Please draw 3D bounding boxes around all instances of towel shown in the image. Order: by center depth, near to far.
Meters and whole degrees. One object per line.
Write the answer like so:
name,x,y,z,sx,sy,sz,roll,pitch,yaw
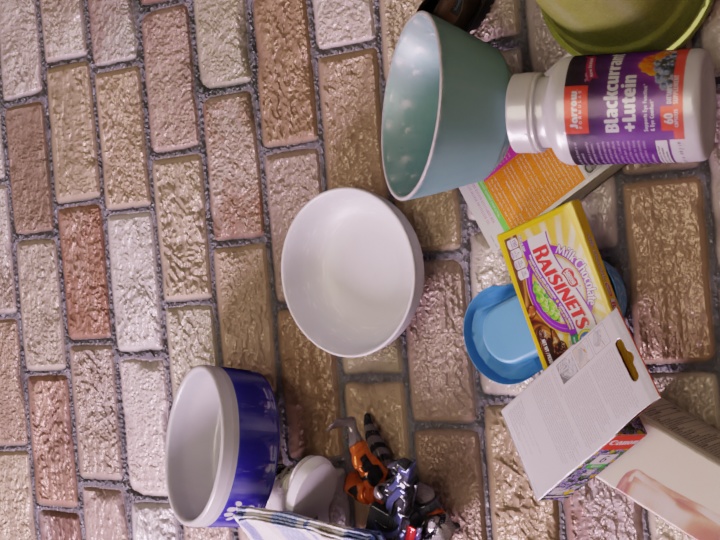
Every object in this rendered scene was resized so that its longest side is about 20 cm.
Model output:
towel,-0.044,0.338,1.653,0.198,0.147,0.024,5,53,28

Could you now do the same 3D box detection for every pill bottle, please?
pill bottle,0.253,-0.163,1.401,0.198,0.111,0.113,0,93,24

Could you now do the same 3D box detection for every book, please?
book,0.198,-0.129,1.522,0.200,0.048,0.134,-39,70,29

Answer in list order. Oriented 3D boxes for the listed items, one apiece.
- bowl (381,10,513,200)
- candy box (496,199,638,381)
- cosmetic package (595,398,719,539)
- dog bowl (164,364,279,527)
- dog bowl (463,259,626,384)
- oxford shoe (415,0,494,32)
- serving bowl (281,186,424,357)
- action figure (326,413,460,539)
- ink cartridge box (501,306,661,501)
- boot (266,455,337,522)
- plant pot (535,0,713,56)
bowl,0.100,-0.172,1.486,0.201,0.104,0.203,-176,90,-74
candy box,0.221,0.037,1.467,0.102,0.026,0.202,-25,79,32
cosmetic package,0.349,0.215,1.401,0.199,0.103,0.088,32,110,31
dog bowl,-0.177,0.222,1.747,0.200,0.078,0.202,-26,61,59
dog bowl,0.207,0.050,1.525,0.199,0.049,0.112,-30,76,34
oxford shoe,0.076,-0.255,1.577,0.072,0.084,0.201,34,113,27
serving bowl,0.000,0.000,1.661,0.199,0.066,0.202,4,96,36
action figure,0.042,0.247,1.629,0.193,0.104,0.201,43,141,20
ink cartridge box,0.232,0.137,1.395,0.200,0.050,0.110,-49,50,39
boot,-0.084,0.270,1.698,0.096,0.073,0.201,44,148,29
plant pot,0.235,-0.314,1.378,0.199,0.184,0.203,-2,86,30
